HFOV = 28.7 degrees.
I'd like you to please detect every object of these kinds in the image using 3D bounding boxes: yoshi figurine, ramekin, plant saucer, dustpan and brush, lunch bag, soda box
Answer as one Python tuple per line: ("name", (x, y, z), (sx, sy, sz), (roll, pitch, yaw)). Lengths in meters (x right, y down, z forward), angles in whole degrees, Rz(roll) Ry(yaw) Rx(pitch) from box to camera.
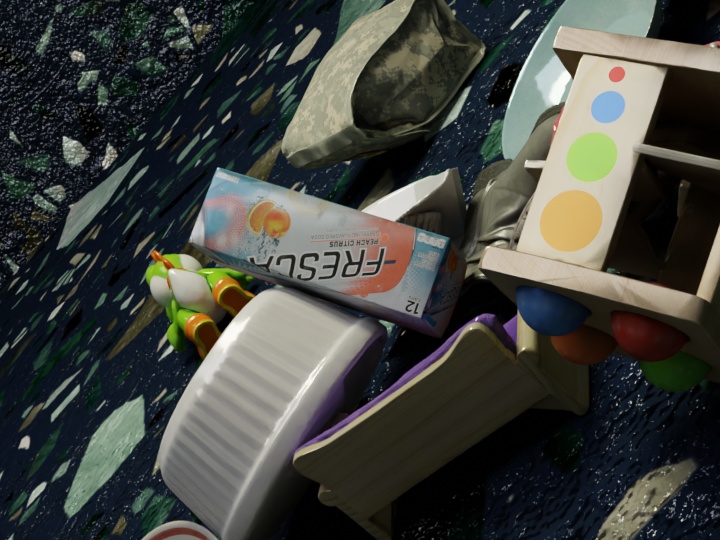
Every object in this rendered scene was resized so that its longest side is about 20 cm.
("yoshi figurine", (-0.179, 0.040, 1.595), (0.200, 0.111, 0.114), (31, 121, 57))
("ramekin", (-0.069, 0.105, 1.049), (0.204, 0.094, 0.203), (-56, -10, -14))
("plant saucer", (0.189, -0.162, 1.148), (0.202, 0.038, 0.202), (-51, 21, 29))
("dustpan and brush", (0.000, 0.000, 1.136), (0.197, 0.140, 0.058), (-20, 67, 2))
("lunch bag", (0.015, -0.189, 1.510), (0.201, 0.118, 0.163), (-53, 19, -25))
("soda box", (-0.024, -0.013, 1.049), (0.064, 0.198, 0.068), (-69, -21, -10))

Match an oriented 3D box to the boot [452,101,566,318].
("boot", (0.123, -0.035, 1.057), (0.132, 0.067, 0.200), (-65, 12, -27))

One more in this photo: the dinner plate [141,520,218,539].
("dinner plate", (-0.136, 0.283, 1.010), (0.199, 0.024, 0.203), (-26, 55, 44))

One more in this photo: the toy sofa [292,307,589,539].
("toy sofa", (0.051, 0.085, 0.934), (0.200, 0.097, 0.083), (-40, 21, 30))

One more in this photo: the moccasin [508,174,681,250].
("moccasin", (0.177, -0.060, 0.962), (0.073, 0.078, 0.202), (30, 72, 27))

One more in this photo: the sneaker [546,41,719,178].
("sneaker", (0.207, -0.108, 0.885), (0.198, 0.087, 0.074), (-28, 60, -4))

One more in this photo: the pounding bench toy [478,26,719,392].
("pounding bench toy", (0.171, -0.012, 0.784), (0.123, 0.200, 0.158), (14, 78, 30))
